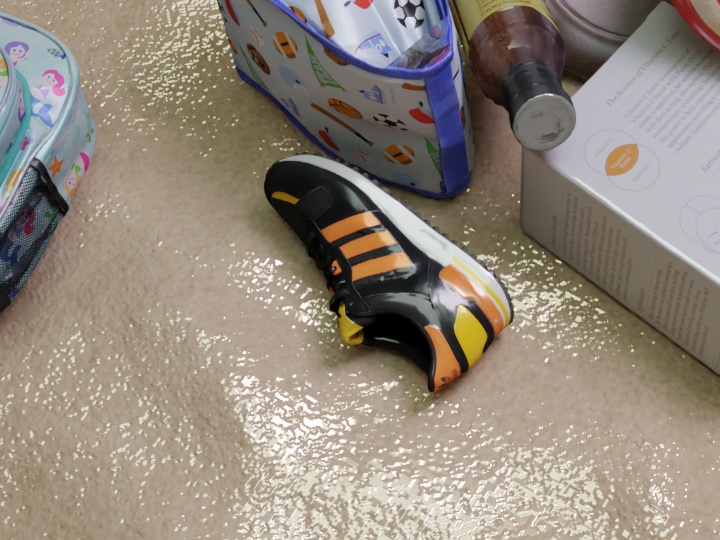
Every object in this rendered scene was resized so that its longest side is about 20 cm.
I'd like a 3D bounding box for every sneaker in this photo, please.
[{"bbox_3d":[0.000,0.000,1.111,0.199,0.070,0.090,34,65,19],"label":"sneaker"}]

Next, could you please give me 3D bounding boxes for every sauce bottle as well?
[{"bbox_3d":[0.099,-0.145,1.105,0.065,0.067,0.201,-10,38,-1],"label":"sauce bottle"}]

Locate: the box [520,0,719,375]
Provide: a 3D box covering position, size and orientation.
[{"bbox_3d":[0.225,-0.048,1.099,0.199,0.107,0.152,38,70,22],"label":"box"}]

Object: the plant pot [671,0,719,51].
[{"bbox_3d":[0.287,-0.237,1.063,0.198,0.202,0.183,11,44,10],"label":"plant pot"}]

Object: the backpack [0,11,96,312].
[{"bbox_3d":[-0.280,-0.087,1.146,0.176,0.151,0.201,20,59,17],"label":"backpack"}]

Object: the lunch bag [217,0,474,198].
[{"bbox_3d":[0.002,-0.155,1.143,0.124,0.170,0.200,-39,64,-11],"label":"lunch bag"}]

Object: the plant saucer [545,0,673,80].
[{"bbox_3d":[0.194,-0.232,1.204,0.197,0.032,0.203,0,85,-3],"label":"plant saucer"}]
